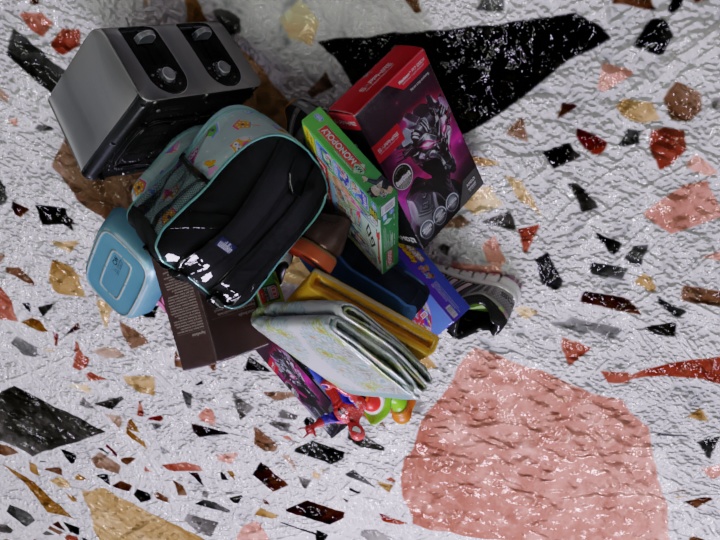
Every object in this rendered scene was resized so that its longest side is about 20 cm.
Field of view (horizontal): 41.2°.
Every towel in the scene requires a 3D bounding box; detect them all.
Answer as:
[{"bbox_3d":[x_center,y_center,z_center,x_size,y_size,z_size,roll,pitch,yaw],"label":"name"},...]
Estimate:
[{"bbox_3d":[-0.023,0.095,1.177,0.171,0.048,0.199,41,156,-26],"label":"towel"}]

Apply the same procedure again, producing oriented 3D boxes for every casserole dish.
[{"bbox_3d":[-0.328,-0.003,1.327,0.121,0.039,0.200,44,140,3],"label":"casserole dish"}]

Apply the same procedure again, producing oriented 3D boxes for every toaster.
[{"bbox_3d":[-0.244,-0.197,1.120,0.200,0.180,0.119,-38,77,42],"label":"toaster"}]

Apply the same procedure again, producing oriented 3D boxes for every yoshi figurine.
[{"bbox_3d":[0.016,0.153,1.468,0.112,0.112,0.200,40,169,39],"label":"yoshi figurine"}]

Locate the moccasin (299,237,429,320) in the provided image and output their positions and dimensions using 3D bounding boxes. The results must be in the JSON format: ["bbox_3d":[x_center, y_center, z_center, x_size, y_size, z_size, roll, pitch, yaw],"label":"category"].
[{"bbox_3d":[0.000,0.000,1.226,0.200,0.068,0.081,38,139,19],"label":"moccasin"}]

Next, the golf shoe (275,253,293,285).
[{"bbox_3d":[-0.156,-0.001,1.349,0.077,0.095,0.200,13,144,-29],"label":"golf shoe"}]

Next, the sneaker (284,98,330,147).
[{"bbox_3d":[-0.064,-0.138,1.216,0.077,0.078,0.201,41,146,20],"label":"sneaker"}]

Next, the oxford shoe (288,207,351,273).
[{"bbox_3d":[-0.077,-0.059,1.190,0.071,0.073,0.199,38,174,-42],"label":"oxford shoe"}]

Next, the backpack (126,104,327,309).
[{"bbox_3d":[-0.145,-0.083,1.085,0.200,0.153,0.176,-43,137,4],"label":"backpack"}]

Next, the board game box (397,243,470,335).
[{"bbox_3d":[0.035,0.015,1.282,0.200,0.045,0.134,50,134,6],"label":"board game box"}]

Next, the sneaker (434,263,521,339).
[{"bbox_3d":[0.117,0.046,1.309,0.198,0.088,0.074,6,135,15],"label":"sneaker"}]

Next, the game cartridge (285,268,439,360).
[{"bbox_3d":[-0.012,0.076,1.218,0.175,0.033,0.200,29,157,-7],"label":"game cartridge"}]

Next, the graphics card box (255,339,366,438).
[{"bbox_3d":[-0.082,0.148,1.426,0.200,0.051,0.126,47,156,10],"label":"graphics card box"}]

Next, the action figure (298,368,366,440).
[{"bbox_3d":[-0.060,0.149,1.313,0.065,0.099,0.201,-40,73,31],"label":"action figure"}]

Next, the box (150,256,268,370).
[{"bbox_3d":[-0.197,0.016,1.218,0.075,0.100,0.202,-17,89,36],"label":"box"}]

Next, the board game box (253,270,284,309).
[{"bbox_3d":[-0.181,-0.038,1.285,0.101,0.047,0.202,-18,89,37],"label":"board game box"}]

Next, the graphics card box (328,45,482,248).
[{"bbox_3d":[0.057,-0.140,1.109,0.051,0.126,0.201,17,145,46],"label":"graphics card box"}]

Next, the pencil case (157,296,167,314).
[{"bbox_3d":[-0.279,0.019,1.393,0.094,0.091,0.200,-44,88,7],"label":"pencil case"}]

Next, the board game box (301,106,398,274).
[{"bbox_3d":[-0.008,-0.086,1.101,0.135,0.029,0.200,48,168,18],"label":"board game box"}]
